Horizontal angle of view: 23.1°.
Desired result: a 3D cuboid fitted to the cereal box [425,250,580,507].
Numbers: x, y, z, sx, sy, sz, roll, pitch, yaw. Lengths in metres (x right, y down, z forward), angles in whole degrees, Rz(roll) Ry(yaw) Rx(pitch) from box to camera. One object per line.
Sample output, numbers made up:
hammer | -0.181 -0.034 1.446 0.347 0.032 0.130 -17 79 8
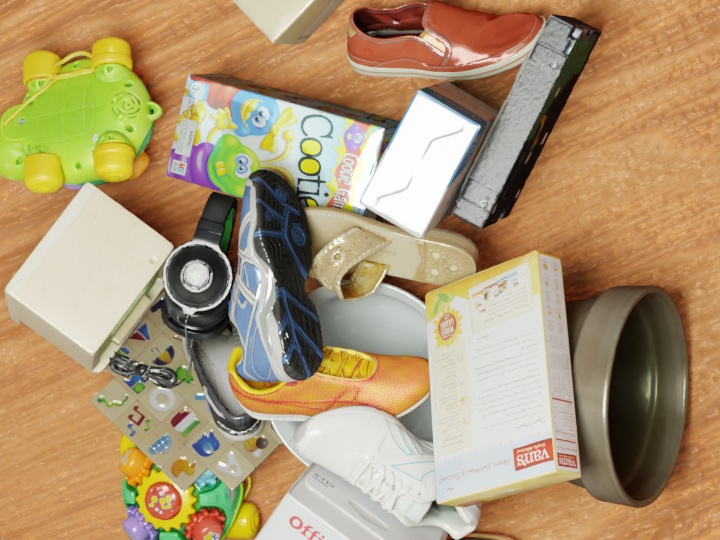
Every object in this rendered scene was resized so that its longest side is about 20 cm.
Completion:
cereal box | 0.122 0.098 1.550 0.144 0.039 0.201 -21 63 43

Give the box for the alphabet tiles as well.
alphabet tiles | -0.161 0.118 1.747 0.200 0.006 0.166 42 71 14

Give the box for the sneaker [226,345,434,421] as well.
sneaker | -0.029 0.102 1.625 0.199 0.073 0.077 -4 140 13

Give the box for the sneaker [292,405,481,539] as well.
sneaker | 0.031 0.183 1.599 0.200 0.080 0.070 21 129 -24

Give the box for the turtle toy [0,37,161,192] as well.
turtle toy | -0.286 -0.140 1.745 0.199 0.101 0.146 -8 72 17

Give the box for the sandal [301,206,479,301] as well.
sandal | -0.001 -0.004 1.613 0.211 0.070 0.078 6 132 14

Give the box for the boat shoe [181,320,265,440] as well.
boat shoe | -0.142 0.068 1.730 0.074 0.060 0.200 -14 69 -6

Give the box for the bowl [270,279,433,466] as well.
bowl | 0.012 0.102 1.708 0.200 0.090 0.202 2 98 15

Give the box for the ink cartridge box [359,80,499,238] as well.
ink cartridge box | 0.071 -0.106 1.611 0.068 0.200 0.115 30 104 6

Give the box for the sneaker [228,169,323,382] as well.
sneaker | -0.090 0.006 1.594 0.077 0.076 0.201 -17 70 37

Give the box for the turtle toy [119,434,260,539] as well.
turtle toy | -0.181 0.244 1.772 0.145 0.101 0.201 -1 96 15

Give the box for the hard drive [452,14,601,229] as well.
hard drive | 0.153 -0.138 1.615 0.038 0.140 0.200 29 104 10

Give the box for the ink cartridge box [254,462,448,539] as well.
ink cartridge box | -0.037 0.290 1.636 0.145 0.145 0.200 36 113 5

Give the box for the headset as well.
headset | -0.167 0.017 1.654 0.094 0.124 0.200 14 62 0

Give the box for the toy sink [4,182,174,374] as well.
toy sink | -0.261 0.016 1.711 0.112 0.200 0.130 36 76 -2

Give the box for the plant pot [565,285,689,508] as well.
plant pot | 0.188 0.111 1.625 0.173 0.200 0.201 1 98 31

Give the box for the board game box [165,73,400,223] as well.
board game box | -0.069 -0.115 1.695 0.199 0.105 0.103 16 100 13

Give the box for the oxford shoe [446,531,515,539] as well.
oxford shoe | 0.065 0.308 1.728 0.200 0.073 0.071 -17 93 16

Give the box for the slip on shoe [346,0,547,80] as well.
slip on shoe | 0.078 -0.222 1.652 0.199 0.074 0.061 1 136 20

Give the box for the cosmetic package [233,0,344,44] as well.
cosmetic package | -0.023 -0.307 1.661 0.200 0.105 0.071 -44 85 17
